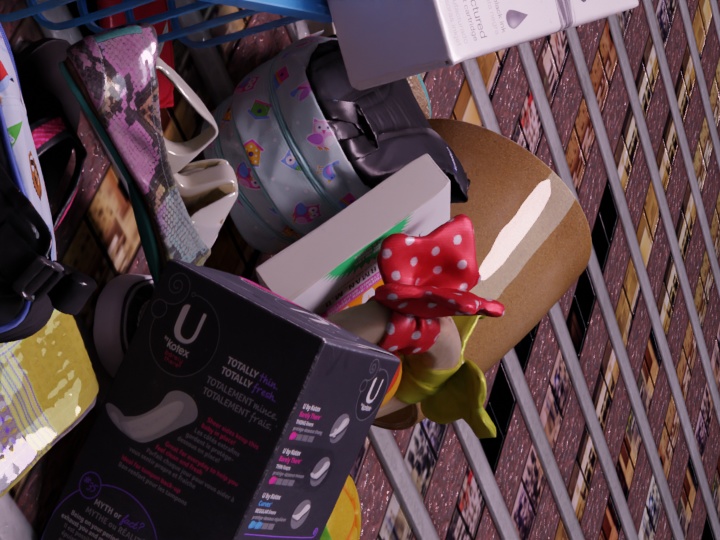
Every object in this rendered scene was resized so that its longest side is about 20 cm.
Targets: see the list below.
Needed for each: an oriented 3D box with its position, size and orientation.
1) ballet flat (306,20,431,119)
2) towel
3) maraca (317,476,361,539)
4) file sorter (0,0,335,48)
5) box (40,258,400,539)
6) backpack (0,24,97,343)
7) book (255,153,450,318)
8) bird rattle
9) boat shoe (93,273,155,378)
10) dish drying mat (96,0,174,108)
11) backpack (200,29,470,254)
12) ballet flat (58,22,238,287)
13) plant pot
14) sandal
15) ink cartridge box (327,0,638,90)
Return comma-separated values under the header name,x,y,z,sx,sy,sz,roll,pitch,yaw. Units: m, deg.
name,x,y,z,sx,sy,sz,roll,pitch,yaw
ballet flat,-0.004,-0.167,1.491,0.065,0.070,0.200,-52,133,-30
towel,-0.207,0.031,1.035,0.144,0.023,0.200,-43,133,-40
maraca,-0.049,0.162,1.273,0.200,0.107,0.137,154,-69,-72
file sorter,-0.119,-0.204,1.109,0.200,0.123,0.139,-2,80,-60
box,-0.084,0.112,1.152,0.106,0.122,0.200,17,98,-62
backpack,-0.224,-0.054,0.849,0.154,0.200,0.191,-169,-109,-83
book,0.000,0.000,1.316,0.048,0.134,0.200,53,-7,15
bird rattle,0.020,0.057,1.274,0.200,0.163,0.113,63,4,-70
boat shoe,-0.100,0.051,1.260,0.199,0.068,0.074,40,54,-60
dish drying mat,-0.144,-0.198,1.220,0.077,0.018,0.200,-23,112,-63
backpack,-0.021,-0.085,1.346,0.167,0.127,0.200,56,19,1
ballet flat,-0.112,-0.062,1.136,0.069,0.071,0.200,-119,-172,-45
plant pot,0.051,0.017,1.496,0.200,0.186,0.187,-55,140,-32
sandal,-0.187,-0.044,1.092,0.075,0.045,0.200,59,39,-47
ink cartridge box,0.067,-0.204,1.181,0.200,0.084,0.146,-23,99,-46
